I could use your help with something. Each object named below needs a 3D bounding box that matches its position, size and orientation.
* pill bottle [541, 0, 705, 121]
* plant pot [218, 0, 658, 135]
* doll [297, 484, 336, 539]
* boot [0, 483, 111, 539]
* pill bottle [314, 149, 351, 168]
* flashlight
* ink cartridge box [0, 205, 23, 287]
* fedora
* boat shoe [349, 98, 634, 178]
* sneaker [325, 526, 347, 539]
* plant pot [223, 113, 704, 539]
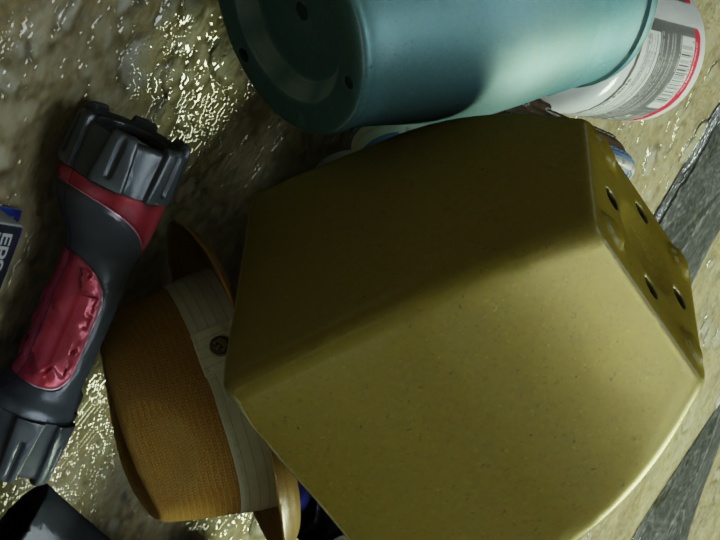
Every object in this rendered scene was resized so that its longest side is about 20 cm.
[{"bbox_3d":[0.153,-0.161,1.530,0.200,0.110,0.111,-1,115,-61],"label":"pill bottle"},{"bbox_3d":[0.030,-0.166,1.227,0.187,0.200,0.201,-26,138,-30],"label":"plant pot"},{"bbox_3d":[-0.034,0.149,1.480,0.200,0.048,0.137,50,29,-54],"label":"doll"},{"bbox_3d":[-0.115,0.183,1.276,0.200,0.066,0.165,38,78,-18],"label":"boot"},{"bbox_3d":[0.000,0.000,1.379,0.201,0.111,0.112,-62,155,-21],"label":"pill bottle"},{"bbox_3d":[-0.156,0.014,1.176,0.068,0.067,0.201,-88,-157,-79],"label":"flashlight"},{"bbox_3d":[-0.225,0.011,1.071,0.200,0.039,0.100,5,108,-63],"label":"ink cartridge box"},{"bbox_3d":[-0.098,0.074,1.241,0.081,0.201,0.201,-18,138,-12],"label":"fedora"},{"bbox_3d":[0.081,-0.088,1.346,0.199,0.073,0.072,9,146,-35],"label":"boat shoe"},{"bbox_3d":[0.018,0.258,1.457,0.112,0.073,0.202,-40,125,-54],"label":"sneaker"},{"bbox_3d":[0.068,0.030,1.186,0.196,0.199,0.195,51,22,-25],"label":"plant pot"}]
